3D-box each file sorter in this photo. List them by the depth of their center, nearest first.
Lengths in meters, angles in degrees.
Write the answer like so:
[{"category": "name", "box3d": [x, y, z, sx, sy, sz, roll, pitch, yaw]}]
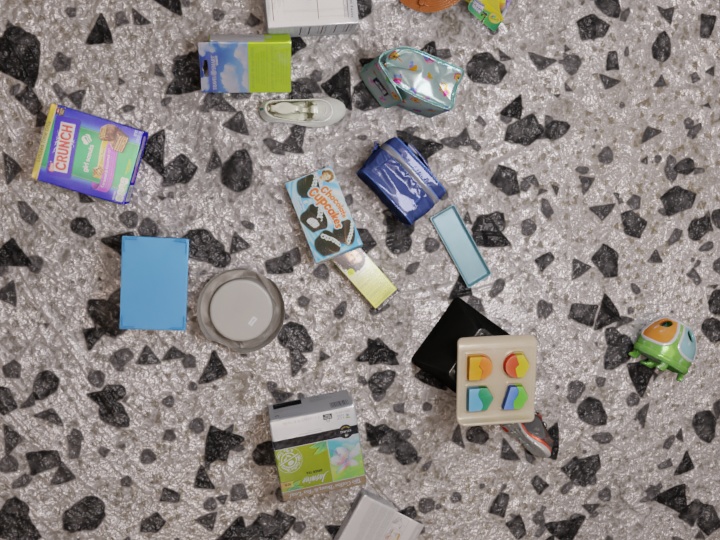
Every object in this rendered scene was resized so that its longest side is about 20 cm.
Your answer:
[{"category": "file sorter", "box3d": [-0.452, 0.022, 1.600, 0.139, 0.123, 0.200, 2, 96, -10]}]

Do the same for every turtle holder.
[{"category": "turtle holder", "box3d": [0.784, 0.197, 1.808, 0.185, 0.141, 0.132, 28, 90, -10]}]

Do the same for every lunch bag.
[{"category": "lunch bag", "box3d": [0.107, -0.424, 1.615, 0.200, 0.170, 0.122, 15, 92, -14]}, {"category": "lunch bag", "box3d": [0.093, -0.216, 1.655, 0.132, 0.136, 0.200, -44, 99, -3]}]

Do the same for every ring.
[{"category": "ring", "box3d": [0.161, -0.688, 1.638, 0.200, 0.019, 0.201, 0, 88, 10]}]

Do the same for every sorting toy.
[{"category": "sorting toy", "box3d": [0.306, 0.247, 1.610, 0.185, 0.036, 0.200, -2, 96, -9]}]

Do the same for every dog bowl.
[{"category": "dog bowl", "box3d": [-0.275, 0.090, 1.668, 0.200, 0.059, 0.200, -1, 97, -9]}]

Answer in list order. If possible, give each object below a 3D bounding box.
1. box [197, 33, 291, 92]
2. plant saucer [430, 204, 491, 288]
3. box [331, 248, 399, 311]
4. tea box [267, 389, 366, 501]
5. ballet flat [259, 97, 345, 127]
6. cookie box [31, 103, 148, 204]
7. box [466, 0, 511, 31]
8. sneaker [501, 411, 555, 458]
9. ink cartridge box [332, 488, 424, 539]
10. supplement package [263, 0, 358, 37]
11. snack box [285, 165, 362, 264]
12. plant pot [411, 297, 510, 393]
[{"category": "box", "box3d": [-0.254, -0.456, 1.593, 0.200, 0.048, 0.122, -3, 129, -9]}, {"category": "plant saucer", "box3d": [0.244, -0.059, 1.756, 0.070, 0.019, 0.200, -31, 99, -5]}, {"category": "box", "box3d": [0.000, 0.000, 1.707, 0.075, 0.050, 0.200, -43, 101, -3]}, {"category": "tea box", "box3d": [-0.104, 0.407, 1.692, 0.200, 0.134, 0.197, -11, 98, -8]}, {"category": "ballet flat", "box3d": [-0.130, -0.363, 1.639, 0.200, 0.069, 0.070, -1, 96, -9]}, {"category": "cookie box", "box3d": [-0.589, -0.253, 1.572, 0.200, 0.075, 0.171, 16, 94, -10]}, {"category": "box", "box3d": [0.310, -0.669, 1.662, 0.117, 0.048, 0.200, 22, 90, -41]}, {"category": "sneaker", "box3d": [0.415, 0.382, 1.816, 0.200, 0.077, 0.082, 47, 61, -12]}, {"category": "ink cartridge box", "box3d": [0.033, 0.671, 1.787, 0.176, 0.045, 0.200, 29, 91, -10]}, {"category": "supplement package", "box3d": [-0.112, -0.585, 1.594, 0.200, 0.110, 0.114, -5, 97, -8]}, {"category": "snack box", "box3d": [-0.084, -0.127, 1.655, 0.116, 0.037, 0.200, -22, 81, -3]}, {"category": "plant pot", "box3d": [0.273, 0.208, 1.709, 0.199, 0.177, 0.200, 36, 89, -11]}]
